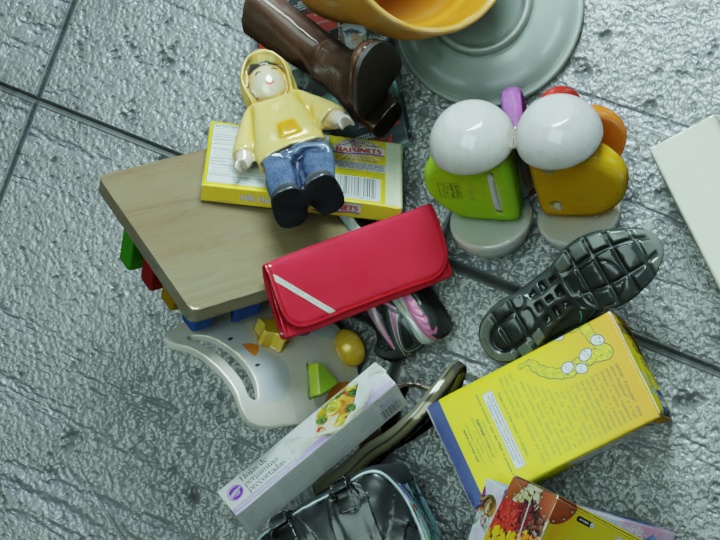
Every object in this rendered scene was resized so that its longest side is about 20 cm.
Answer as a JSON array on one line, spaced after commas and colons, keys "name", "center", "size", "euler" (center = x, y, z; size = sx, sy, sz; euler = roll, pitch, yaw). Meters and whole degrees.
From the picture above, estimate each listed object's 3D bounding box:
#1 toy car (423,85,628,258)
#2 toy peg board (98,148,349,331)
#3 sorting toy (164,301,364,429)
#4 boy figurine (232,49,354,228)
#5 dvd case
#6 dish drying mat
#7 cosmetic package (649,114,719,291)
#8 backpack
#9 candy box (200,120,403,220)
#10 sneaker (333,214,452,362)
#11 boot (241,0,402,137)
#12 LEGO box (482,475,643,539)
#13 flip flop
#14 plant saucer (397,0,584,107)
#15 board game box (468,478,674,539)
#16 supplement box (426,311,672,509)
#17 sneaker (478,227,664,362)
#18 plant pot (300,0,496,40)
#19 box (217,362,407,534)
[{"name": "toy car", "center": [0.162, -0.113, 1.579], "size": [0.198, 0.176, 0.151], "euler": [-2, 49, 17]}, {"name": "toy peg board", "center": [-0.132, -0.018, 1.617], "size": [0.200, 0.198, 0.098], "euler": [51, 144, 33]}, {"name": "sorting toy", "center": [-0.102, 0.089, 1.604], "size": [0.200, 0.180, 0.107], "euler": [42, 117, 16]}, {"name": "boy figurine", "center": [-0.068, -0.137, 1.588], "size": [0.123, 0.065, 0.201], "euler": [-18, 52, 2]}, {"name": "dvd case", "center": [-0.032, -0.210, 1.704], "size": [0.145, 0.022, 0.202], "euler": [-14, 80, 15]}, {"name": "dish drying mat", "center": [0.000, 0.000, 1.561], "size": [0.199, 0.018, 0.078], "euler": [-20, 96, -29]}, {"name": "cosmetic package", "center": [0.349, -0.035, 1.528], "size": [0.073, 0.103, 0.202], "euler": [-26, 79, 12]}, {"name": "backpack", "center": [0.013, 0.308, 1.572], "size": [0.177, 0.150, 0.201], "euler": [-32, 74, 12]}, {"name": "candy box", "center": [-0.057, -0.099, 1.625], "size": [0.198, 0.103, 0.027], "euler": [7, 130, -4]}, {"name": "sneaker", "center": [0.002, 0.005, 1.646], "size": [0.086, 0.080, 0.201], "euler": [-39, 69, 21]}, {"name": "boot", "center": [-0.050, -0.230, 1.608], "size": [0.200, 0.187, 0.064], "euler": [43, 77, 15]}, {"name": "LEGO box", "center": [0.197, 0.296, 1.455], "size": [0.199, 0.077, 0.150], "euler": [30, 84, -25]}, {"name": "flip flop", "center": [0.023, 0.153, 1.625], "size": [0.200, 0.081, 0.058], "euler": [-40, 77, 16]}, {"name": "plant saucer", "center": [0.125, -0.268, 1.647], "size": [0.198, 0.050, 0.203], "euler": [-2, 83, 17]}, {"name": "board game box", "center": [0.178, 0.315, 1.516], "size": [0.198, 0.041, 0.202], "euler": [17, 90, -25]}, {"name": "supplement box", "center": [0.182, 0.135, 1.559], "size": [0.199, 0.109, 0.110], "euler": [-28, 77, 12]}, {"name": "sneaker", "center": [0.202, 0.016, 1.569], "size": [0.199, 0.079, 0.076], "euler": [-30, 88, 20]}, {"name": "plant pot", "center": [0.019, -0.317, 1.581], "size": [0.183, 0.198, 0.203], "euler": [-1, 82, 61]}, {"name": "box", "center": [-0.045, 0.169, 1.563], "size": [0.200, 0.042, 0.039], "euler": [-40, 46, -8]}]
